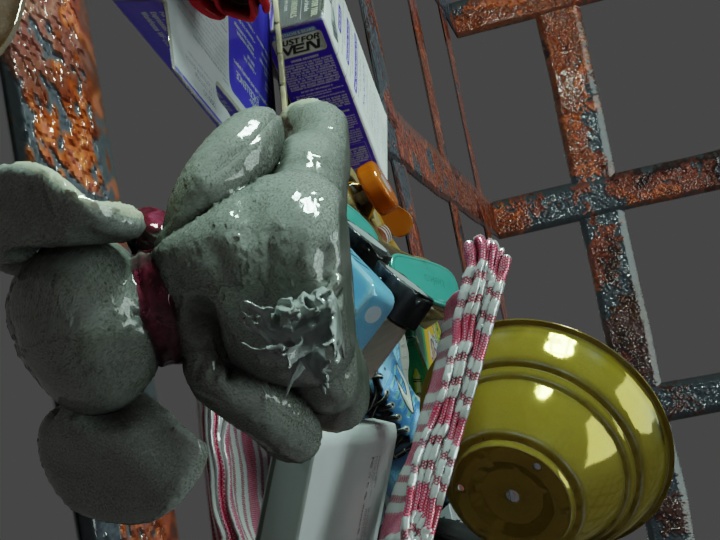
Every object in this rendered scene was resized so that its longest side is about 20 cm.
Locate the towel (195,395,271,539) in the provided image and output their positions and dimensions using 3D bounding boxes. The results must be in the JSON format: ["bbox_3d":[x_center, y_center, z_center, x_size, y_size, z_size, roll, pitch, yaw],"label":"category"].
[{"bbox_3d":[-0.055,0.130,0.741,0.200,0.030,0.148,37,43,-72],"label":"towel"}]

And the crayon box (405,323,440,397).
[{"bbox_3d":[0.057,0.105,1.198,0.119,0.058,0.201,-87,160,-50],"label":"crayon box"}]

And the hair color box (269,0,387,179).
[{"bbox_3d":[-0.030,-0.180,1.079,0.110,0.064,0.201,-89,164,-45],"label":"hair color box"}]

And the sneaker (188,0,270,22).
[{"bbox_3d":[-0.075,-0.209,0.728,0.200,0.078,0.117,-9,95,-64],"label":"sneaker"}]

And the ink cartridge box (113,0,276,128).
[{"bbox_3d":[-0.106,-0.168,0.767,0.198,0.043,0.202,51,29,-64],"label":"ink cartridge box"}]

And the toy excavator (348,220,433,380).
[{"bbox_3d":[-0.047,0.016,0.710,0.199,0.100,0.195,31,10,-38],"label":"toy excavator"}]

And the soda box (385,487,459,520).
[{"bbox_3d":[0.069,0.266,1.085,0.068,0.063,0.202,21,57,-75],"label":"soda box"}]

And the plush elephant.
[{"bbox_3d":[-0.080,0.015,0.501,0.200,0.153,0.167,-73,159,-80],"label":"plush elephant"}]

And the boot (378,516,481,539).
[{"bbox_3d":[0.091,0.246,0.915,0.162,0.196,0.074,22,82,-62],"label":"boot"}]

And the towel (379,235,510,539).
[{"bbox_3d":[0.048,0.092,0.742,0.147,0.030,0.202,102,6,-70],"label":"towel"}]

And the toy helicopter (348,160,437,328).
[{"bbox_3d":[0.016,-0.028,1.050,0.201,0.078,0.133,55,10,-30],"label":"toy helicopter"}]

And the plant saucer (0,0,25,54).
[{"bbox_3d":[-0.189,-0.168,0.421,0.200,0.034,0.203,-12,90,-78],"label":"plant saucer"}]

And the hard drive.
[{"bbox_3d":[-0.021,0.161,0.715,0.200,0.026,0.133,23,78,-74],"label":"hard drive"}]

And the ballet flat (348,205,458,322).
[{"bbox_3d":[0.000,0.000,0.945,0.199,0.072,0.069,25,50,-46],"label":"ballet flat"}]

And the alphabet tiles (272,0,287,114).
[{"bbox_3d":[-0.057,-0.103,0.886,0.167,0.006,0.202,88,-4,-51],"label":"alphabet tiles"}]

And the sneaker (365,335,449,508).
[{"bbox_3d":[0.012,0.116,0.960,0.090,0.078,0.201,22,38,-59],"label":"sneaker"}]

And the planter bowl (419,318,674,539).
[{"bbox_3d":[0.121,0.144,0.836,0.083,0.198,0.202,-46,125,-53],"label":"planter bowl"}]
